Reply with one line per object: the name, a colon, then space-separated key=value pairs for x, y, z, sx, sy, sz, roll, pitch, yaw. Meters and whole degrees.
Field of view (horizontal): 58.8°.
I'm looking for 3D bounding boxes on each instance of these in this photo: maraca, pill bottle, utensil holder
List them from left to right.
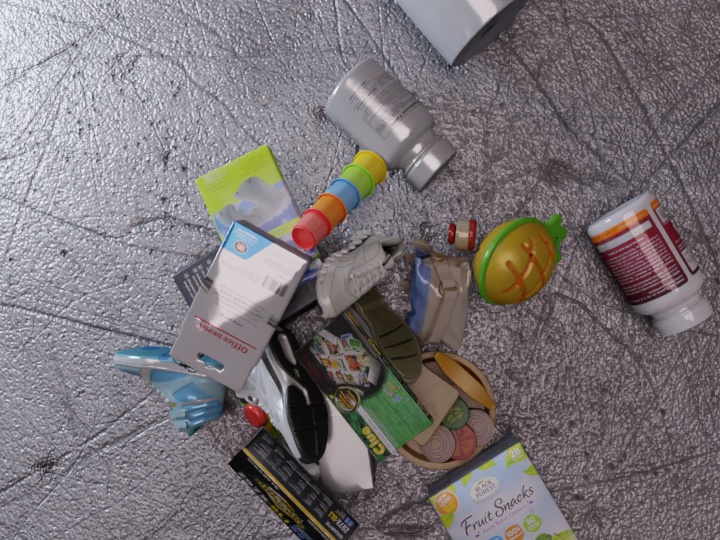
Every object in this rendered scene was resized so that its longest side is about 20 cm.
pill bottle: x=0.051 y=-0.223 z=1.001 sx=0.200 sy=0.114 sz=0.114 roll=44 pitch=90 yaw=4
utensil holder: x=0.139 y=-0.445 z=0.985 sx=0.169 sy=0.170 sz=0.201 roll=-40 pitch=90 yaw=0
maraca: x=0.248 y=-0.018 z=0.969 sx=0.198 sy=0.107 sz=0.139 roll=-17 pitch=126 yaw=-35
pill bottle: x=0.445 y=-0.007 z=0.977 sx=0.112 sy=0.113 sz=0.202 roll=-30 pitch=87 yaw=1

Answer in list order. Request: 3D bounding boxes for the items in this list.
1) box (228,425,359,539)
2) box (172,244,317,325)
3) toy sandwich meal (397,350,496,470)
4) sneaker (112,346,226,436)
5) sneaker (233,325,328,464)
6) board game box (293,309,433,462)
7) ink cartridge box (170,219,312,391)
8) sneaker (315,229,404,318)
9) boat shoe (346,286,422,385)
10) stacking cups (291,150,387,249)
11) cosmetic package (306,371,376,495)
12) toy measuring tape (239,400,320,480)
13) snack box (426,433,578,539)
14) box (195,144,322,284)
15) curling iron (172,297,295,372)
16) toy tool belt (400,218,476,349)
box: x=-0.107 y=0.334 z=0.960 sx=0.200 sy=0.160 sz=0.049 roll=45 pitch=62 yaw=3
box: x=-0.163 y=0.023 z=1.002 sx=0.198 sy=0.107 sz=0.150 roll=-30 pitch=86 yaw=1
toy sandwich meal: x=0.118 y=0.217 z=1.000 sx=0.202 sy=0.070 sz=0.209 roll=0 pitch=87 yaw=2
sneaker: x=-0.305 y=0.194 z=1.017 sx=0.197 sy=0.079 sz=0.133 roll=6 pitch=97 yaw=13
sneaker: x=-0.121 y=0.195 z=0.938 sx=0.115 sy=0.075 sz=0.203 roll=-36 pitch=64 yaw=34
board game box: x=0.004 y=0.166 z=0.911 sx=0.104 sy=0.023 sz=0.201 roll=-38 pitch=90 yaw=14
ink cartridge box: x=-0.162 y=0.046 z=0.870 sx=0.115 sy=0.067 sz=0.202 roll=28 pitch=95 yaw=-4
sneaker: x=0.000 y=0.000 z=0.945 sx=0.080 sy=0.200 sz=0.076 roll=3 pitch=124 yaw=29
boat shoe: x=0.027 y=0.100 z=0.984 sx=0.074 sy=0.069 sz=0.201 roll=-10 pitch=53 yaw=-32
stacking cups: x=-0.027 y=-0.101 z=0.926 sx=0.060 sy=0.061 sz=0.201 roll=34 pitch=48 yaw=3
cosmetic package: x=-0.028 y=0.231 z=0.989 sx=0.089 sy=0.107 sz=0.203 roll=-5 pitch=85 yaw=2
toy measuring tape: x=-0.122 y=0.241 z=1.004 sx=0.074 sy=0.074 sz=0.200 roll=-44 pitch=82 yaw=0
snack box: x=0.223 y=0.389 z=0.991 sx=0.167 sy=0.068 sz=0.201 roll=-32 pitch=85 yaw=1
box: x=-0.144 y=-0.064 z=0.929 sx=0.121 sy=0.048 sz=0.202 roll=-26 pitch=86 yaw=1
curling iron: x=-0.182 y=0.088 z=0.931 sx=0.198 sy=0.026 sz=0.050 roll=-29 pitch=50 yaw=-3
toy tool belt: x=0.108 y=0.016 z=0.981 sx=0.121 sy=0.125 sz=0.203 roll=6 pitch=107 yaw=8
